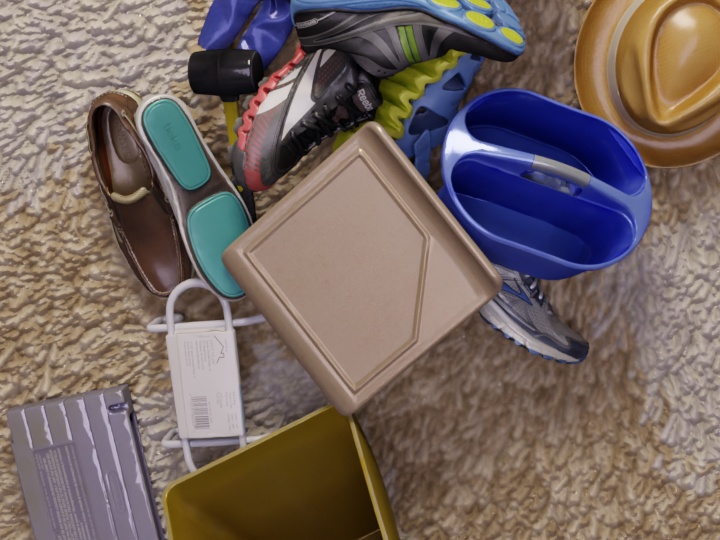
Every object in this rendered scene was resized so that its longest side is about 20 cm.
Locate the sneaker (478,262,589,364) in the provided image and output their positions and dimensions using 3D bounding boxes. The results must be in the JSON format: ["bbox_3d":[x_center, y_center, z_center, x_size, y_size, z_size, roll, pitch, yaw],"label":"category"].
[{"bbox_3d":[0.138,0.011,1.204,0.199,0.077,0.086,36,96,-2],"label":"sneaker"}]

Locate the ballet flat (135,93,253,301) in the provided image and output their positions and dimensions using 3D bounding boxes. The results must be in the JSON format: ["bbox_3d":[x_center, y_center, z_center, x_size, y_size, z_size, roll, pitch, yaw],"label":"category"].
[{"bbox_3d":[-0.150,-0.069,1.199,0.069,0.070,0.202,-23,102,8],"label":"ballet flat"}]

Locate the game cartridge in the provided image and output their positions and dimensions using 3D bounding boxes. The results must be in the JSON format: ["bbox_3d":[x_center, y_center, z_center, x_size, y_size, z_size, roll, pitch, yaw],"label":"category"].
[{"bbox_3d":[-0.271,0.222,1.296,0.128,0.038,0.203,-10,99,11],"label":"game cartridge"}]

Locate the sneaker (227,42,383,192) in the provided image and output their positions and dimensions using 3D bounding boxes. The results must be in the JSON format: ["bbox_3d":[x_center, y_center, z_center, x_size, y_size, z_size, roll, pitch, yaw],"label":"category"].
[{"bbox_3d":[-0.037,-0.148,1.146,0.097,0.071,0.202,30,82,29],"label":"sneaker"}]

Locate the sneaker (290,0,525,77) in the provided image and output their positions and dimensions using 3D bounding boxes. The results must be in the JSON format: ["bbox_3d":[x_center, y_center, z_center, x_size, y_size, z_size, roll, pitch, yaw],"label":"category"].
[{"bbox_3d":[0.039,-0.202,1.083,0.197,0.071,0.083,7,132,4],"label":"sneaker"}]

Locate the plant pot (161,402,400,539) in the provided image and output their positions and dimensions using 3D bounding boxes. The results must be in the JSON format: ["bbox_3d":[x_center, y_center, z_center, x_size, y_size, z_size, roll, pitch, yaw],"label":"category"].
[{"bbox_3d":[-0.042,0.278,1.192,0.198,0.201,0.177,-27,138,9],"label":"plant pot"}]

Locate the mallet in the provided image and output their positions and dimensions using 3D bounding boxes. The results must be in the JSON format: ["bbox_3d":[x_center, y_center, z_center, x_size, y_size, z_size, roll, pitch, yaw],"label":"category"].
[{"bbox_3d":[-0.123,-0.110,1.202,0.065,0.041,0.202,8,121,10],"label":"mallet"}]

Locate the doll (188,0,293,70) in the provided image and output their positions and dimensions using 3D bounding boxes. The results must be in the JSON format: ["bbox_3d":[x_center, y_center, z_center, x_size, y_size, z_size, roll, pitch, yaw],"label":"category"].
[{"bbox_3d":[-0.083,-0.271,1.188,0.136,0.048,0.201,33,101,-4],"label":"doll"}]

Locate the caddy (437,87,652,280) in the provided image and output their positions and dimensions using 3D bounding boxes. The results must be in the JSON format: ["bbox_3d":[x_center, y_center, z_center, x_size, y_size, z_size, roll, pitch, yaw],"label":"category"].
[{"bbox_3d":[0.157,-0.075,1.139,0.198,0.105,0.143,18,74,-12],"label":"caddy"}]

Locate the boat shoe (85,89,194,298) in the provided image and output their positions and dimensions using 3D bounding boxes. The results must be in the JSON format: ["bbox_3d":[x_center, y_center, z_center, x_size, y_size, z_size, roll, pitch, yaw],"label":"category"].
[{"bbox_3d":[-0.214,-0.067,1.220,0.074,0.075,0.205,-19,97,8],"label":"boat shoe"}]

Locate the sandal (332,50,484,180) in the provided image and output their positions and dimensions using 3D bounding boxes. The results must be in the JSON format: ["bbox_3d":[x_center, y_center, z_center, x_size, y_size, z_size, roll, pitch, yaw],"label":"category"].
[{"bbox_3d":[0.060,-0.153,1.192,0.087,0.079,0.201,36,95,-38],"label":"sandal"}]

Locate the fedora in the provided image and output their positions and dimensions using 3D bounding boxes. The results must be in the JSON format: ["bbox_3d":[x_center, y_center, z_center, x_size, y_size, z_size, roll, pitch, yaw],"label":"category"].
[{"bbox_3d":[0.284,-0.188,1.152,0.198,0.082,0.204,1,100,6],"label":"fedora"}]

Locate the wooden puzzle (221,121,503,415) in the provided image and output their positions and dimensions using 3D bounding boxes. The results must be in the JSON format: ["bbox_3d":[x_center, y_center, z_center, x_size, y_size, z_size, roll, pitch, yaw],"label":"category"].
[{"bbox_3d":[0.000,0.000,1.142,0.200,0.037,0.186,-40,87,19],"label":"wooden puzzle"}]

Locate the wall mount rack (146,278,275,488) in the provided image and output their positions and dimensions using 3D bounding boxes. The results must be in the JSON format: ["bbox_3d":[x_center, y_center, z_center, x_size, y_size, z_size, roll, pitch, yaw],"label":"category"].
[{"bbox_3d":[-0.112,0.100,1.244,0.171,0.075,0.203,-4,99,9],"label":"wall mount rack"}]
